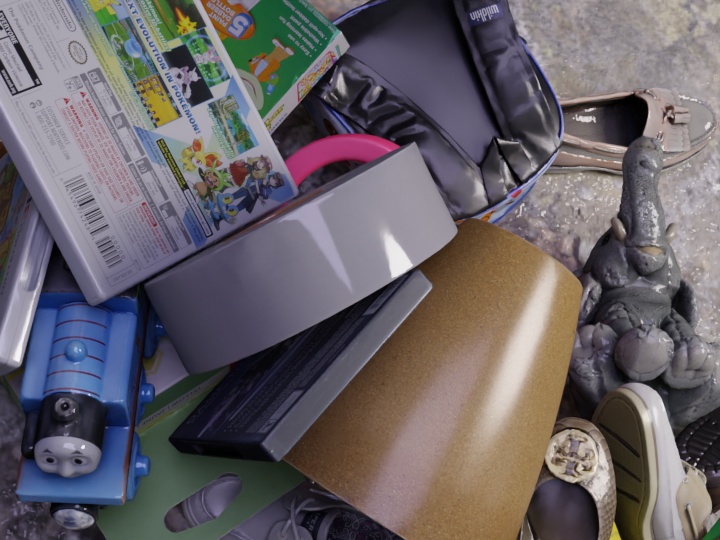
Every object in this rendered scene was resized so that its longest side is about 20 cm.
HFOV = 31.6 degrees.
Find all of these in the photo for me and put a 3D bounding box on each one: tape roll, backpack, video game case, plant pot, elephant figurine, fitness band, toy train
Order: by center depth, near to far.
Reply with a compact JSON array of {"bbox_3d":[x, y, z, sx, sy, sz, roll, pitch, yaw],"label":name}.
[{"bbox_3d":[-0.045,0.063,0.817,0.019,0.200,0.143,47,69,-11],"label":"video game case"},{"bbox_3d":[-0.039,-0.009,0.824,0.199,0.200,0.067,-30,97,-21],"label":"tape roll"},{"bbox_3d":[-0.150,-0.103,0.829,0.182,0.022,0.201,-31,95,-41],"label":"video game case"},{"bbox_3d":[-0.178,0.063,0.833,0.086,0.115,0.202,2,57,0],"label":"toy train"},{"bbox_3d":[0.059,0.074,0.848,0.185,0.186,0.201,31,83,-1],"label":"plant pot"},{"bbox_3d":[-0.249,-0.006,0.870,0.022,0.199,0.184,22,66,-27],"label":"video game case"},{"bbox_3d":[0.000,0.000,0.939,0.142,0.037,0.202,-12,98,16],"label":"fitness band"},{"bbox_3d":[0.060,-0.121,1.007,0.199,0.154,0.191,-33,75,-8],"label":"backpack"},{"bbox_3d":[0.217,0.027,1.014,0.141,0.154,0.201,39,32,-34],"label":"elephant figurine"}]

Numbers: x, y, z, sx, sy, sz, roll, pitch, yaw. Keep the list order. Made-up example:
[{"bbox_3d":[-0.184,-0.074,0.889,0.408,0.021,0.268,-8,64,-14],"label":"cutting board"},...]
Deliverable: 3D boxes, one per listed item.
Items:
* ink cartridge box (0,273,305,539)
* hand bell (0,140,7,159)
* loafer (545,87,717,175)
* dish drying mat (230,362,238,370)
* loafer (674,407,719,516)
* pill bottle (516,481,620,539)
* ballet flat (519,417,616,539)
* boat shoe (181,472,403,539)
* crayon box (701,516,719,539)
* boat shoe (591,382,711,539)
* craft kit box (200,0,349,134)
[{"bbox_3d":[-0.152,0.102,0.906,0.145,0.048,0.200,-31,62,-20],"label":"ink cartridge box"},{"bbox_3d":[-0.229,-0.142,0.992,0.200,0.104,0.104,-41,84,-10],"label":"hand bell"},{"bbox_3d":[0.225,-0.122,1.094,0.198,0.063,0.073,-7,72,-16],"label":"loafer"},{"bbox_3d":[-0.090,0.099,0.965,0.198,0.018,0.078,-11,70,-16],"label":"dish drying mat"},{"bbox_3d":[0.319,0.129,1.037,0.199,0.072,0.073,-27,45,-29],"label":"loafer"},{"bbox_3d":[0.145,0.241,0.922,0.113,0.114,0.202,-13,75,-17],"label":"pill bottle"},{"bbox_3d":[0.128,0.198,0.852,0.067,0.046,0.202,13,82,13],"label":"ballet flat"},{"bbox_3d":[-0.032,0.190,0.921,0.198,0.069,0.073,26,67,-4],"label":"boat shoe"},{"bbox_3d":[0.302,0.281,0.931,0.119,0.058,0.201,-42,113,-23],"label":"crayon box"},{"bbox_3d":[0.220,0.167,0.952,0.068,0.075,0.202,-20,118,-21],"label":"boat shoe"},{"bbox_3d":[-0.145,-0.161,0.932,0.200,0.049,0.198,42,94,9],"label":"craft kit box"}]
